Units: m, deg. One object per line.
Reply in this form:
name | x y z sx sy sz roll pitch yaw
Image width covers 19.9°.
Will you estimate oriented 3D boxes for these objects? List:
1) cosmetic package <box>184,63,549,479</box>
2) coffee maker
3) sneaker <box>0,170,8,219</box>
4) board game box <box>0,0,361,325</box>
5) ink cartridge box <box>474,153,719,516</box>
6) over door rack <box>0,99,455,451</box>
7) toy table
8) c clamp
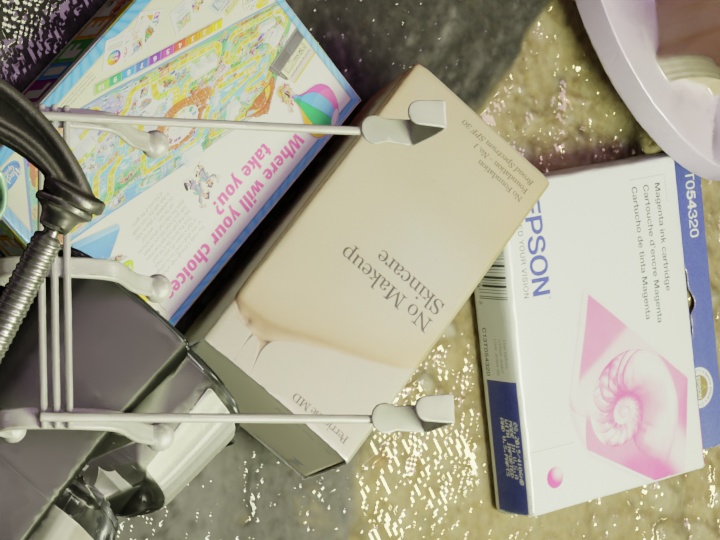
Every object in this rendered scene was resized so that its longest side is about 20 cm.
cosmetic package | 0.000 0.000 1.094 0.103 0.073 0.200 40 66 -9
coffee maker | -0.174 0.087 0.934 0.200 0.134 0.192 -57 131 -27
sneaker | -0.249 -0.061 0.892 0.200 0.118 0.074 18 82 -35
board game box | -0.102 -0.067 1.054 0.200 0.034 0.135 -51 119 -24
ink cartridge box | 0.157 0.032 1.247 0.200 0.043 0.197 -12 98 -35
over door rack | -0.061 0.003 0.909 0.199 0.067 0.148 -1 80 -8
toy table | 0.222 -0.152 1.223 0.200 0.117 0.184 46 51 -27
c clamp | -0.171 0.018 0.850 0.170 0.027 0.201 23 94 6
